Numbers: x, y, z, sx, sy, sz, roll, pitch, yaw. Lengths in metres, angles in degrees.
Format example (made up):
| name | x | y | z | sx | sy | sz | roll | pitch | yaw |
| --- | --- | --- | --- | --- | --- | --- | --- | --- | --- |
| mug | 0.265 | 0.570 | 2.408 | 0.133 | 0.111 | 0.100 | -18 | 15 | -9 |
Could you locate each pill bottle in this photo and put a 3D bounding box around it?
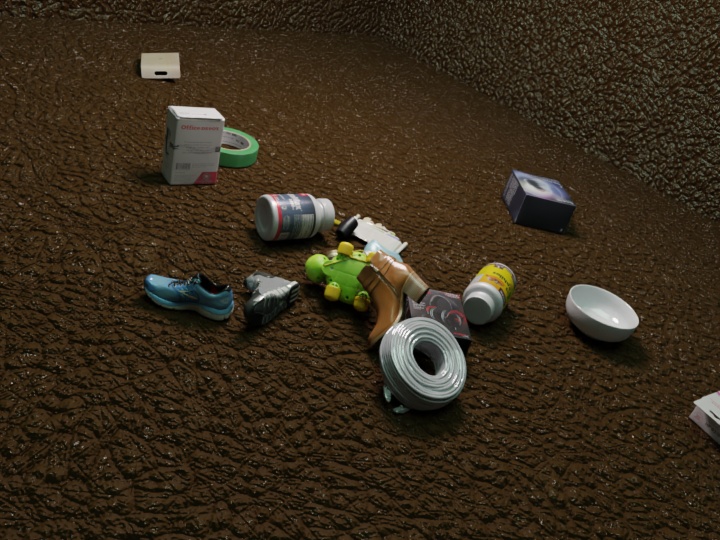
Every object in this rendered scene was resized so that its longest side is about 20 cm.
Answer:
| name | x | y | z | sx | sy | sz | roll | pitch | yaw |
| --- | --- | --- | --- | --- | --- | --- | --- | --- | --- |
| pill bottle | 0.334 | 0.064 | 1.729 | 0.108 | 0.111 | 0.200 | 27 | 32 | 15 |
| pill bottle | -0.174 | -0.146 | 1.781 | 0.197 | 0.121 | 0.120 | -6 | 38 | -35 |

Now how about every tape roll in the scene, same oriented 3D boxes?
| name | x | y | z | sx | sy | sz | roll | pitch | yaw |
| --- | --- | --- | --- | --- | --- | --- | --- | --- | --- |
| tape roll | -0.426 | -0.395 | 2.108 | 0.196 | 0.049 | 0.202 | 14 | 32 | -8 |

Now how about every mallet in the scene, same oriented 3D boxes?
| name | x | y | z | sx | sy | sz | roll | pitch | yaw |
| --- | --- | --- | --- | --- | --- | --- | --- | --- | --- |
| mallet | -0.089 | -0.159 | 1.912 | 0.066 | 0.042 | 0.199 | -39 | 54 | -20 |

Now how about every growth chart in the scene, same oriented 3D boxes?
| name | x | y | z | sx | sy | sz | roll | pitch | yaw |
| --- | --- | --- | --- | --- | --- | --- | --- | --- | --- |
| growth chart | 0.044 | -0.102 | 1.925 | 0.198 | 0.018 | 0.144 | 30 | 32 | 18 |

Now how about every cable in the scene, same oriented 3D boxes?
| name | x | y | z | sx | sy | sz | roll | pitch | yaw |
| --- | --- | --- | --- | --- | --- | --- | --- | --- | --- |
| cable | 0.131 | 0.194 | 1.397 | 0.197 | 0.069 | 0.203 | 2 | 59 | -29 |

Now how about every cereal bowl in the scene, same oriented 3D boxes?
| name | x | y | z | sx | sy | sz | roll | pitch | yaw |
| --- | --- | --- | --- | --- | --- | --- | --- | --- | --- |
| cereal bowl | 0.654 | 0.130 | 1.820 | 0.196 | 0.084 | 0.201 | 14 | 32 | -9 |

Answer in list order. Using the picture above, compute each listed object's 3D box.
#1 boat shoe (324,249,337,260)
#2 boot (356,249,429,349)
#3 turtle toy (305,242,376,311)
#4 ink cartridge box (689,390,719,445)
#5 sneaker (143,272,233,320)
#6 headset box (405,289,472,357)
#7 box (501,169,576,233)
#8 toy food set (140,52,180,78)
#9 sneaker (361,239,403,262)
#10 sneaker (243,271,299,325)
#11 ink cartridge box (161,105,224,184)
| name | x | y | z | sx | sy | sz | roll | pitch | yaw |
| --- | --- | --- | --- | --- | --- | --- | --- | --- | --- |
| boat shoe | 0.000 | 0.000 | 1.705 | 0.196 | 0.072 | 0.073 | 10 | 52 | -23 |
| boot | 0.044 | 0.065 | 1.514 | 0.154 | 0.201 | 0.074 | 38 | -8 | 18 |
| turtle toy | -0.040 | 0.013 | 1.604 | 0.196 | 0.148 | 0.101 | 19 | -11 | -1 |
| ink cartridge box | 0.884 | 0.359 | 1.596 | 0.197 | 0.069 | 0.115 | -5 | 38 | -35 |
| sneaker | -0.365 | 0.035 | 1.423 | 0.196 | 0.091 | 0.079 | 13 | 31 | -7 |
| headset box | 0.174 | 0.120 | 1.589 | 0.146 | 0.076 | 0.201 | 12 | 32 | -9 |
| box | 0.636 | -0.248 | 2.367 | 0.196 | 0.125 | 0.200 | 11 | 33 | -12 |
| toy food set | -0.768 | -0.785 | 2.543 | 0.141 | 0.061 | 0.201 | -5 | 35 | -14 |
| sneaker | 0.092 | -0.008 | 1.680 | 0.199 | 0.074 | 0.083 | 39 | 57 | -19 |
| sneaker | -0.232 | 0.056 | 1.492 | 0.114 | 0.076 | 0.199 | 24 | 21 | 19 |
| ink cartridge box | -0.475 | -0.353 | 1.866 | 0.144 | 0.203 | 0.085 | -7 | 38 | -35 |
